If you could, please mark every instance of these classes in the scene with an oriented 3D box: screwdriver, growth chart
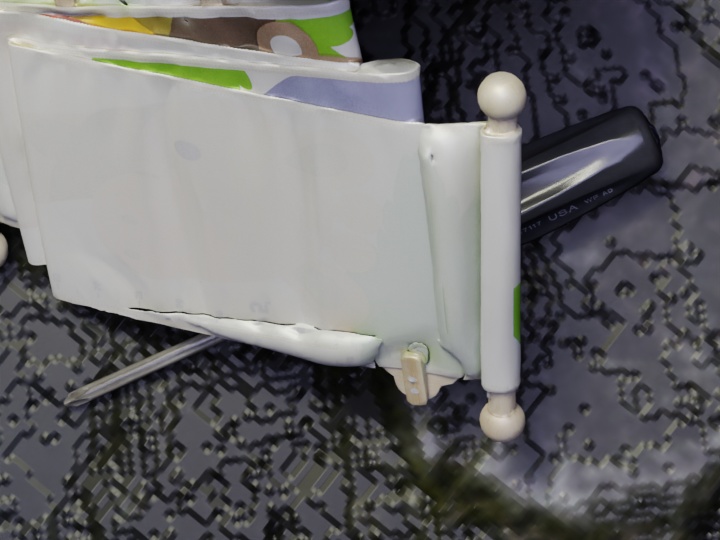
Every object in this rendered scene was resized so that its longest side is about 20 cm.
[{"bbox_3d":[0.000,0.000,0.892,0.200,0.029,0.028,-25,86,11],"label":"screwdriver"},{"bbox_3d":[-0.041,-0.032,0.840,0.200,0.018,0.145,16,129,15],"label":"growth chart"}]

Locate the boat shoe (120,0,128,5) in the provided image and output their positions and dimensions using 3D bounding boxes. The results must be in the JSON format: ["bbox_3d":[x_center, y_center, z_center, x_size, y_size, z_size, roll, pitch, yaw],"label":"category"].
[{"bbox_3d":[-0.109,-0.105,0.875,0.199,0.068,0.072,9,88,4],"label":"boat shoe"}]
